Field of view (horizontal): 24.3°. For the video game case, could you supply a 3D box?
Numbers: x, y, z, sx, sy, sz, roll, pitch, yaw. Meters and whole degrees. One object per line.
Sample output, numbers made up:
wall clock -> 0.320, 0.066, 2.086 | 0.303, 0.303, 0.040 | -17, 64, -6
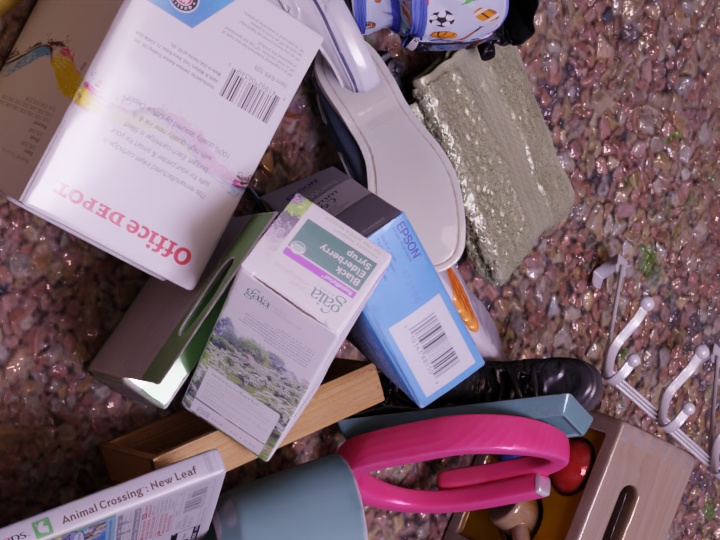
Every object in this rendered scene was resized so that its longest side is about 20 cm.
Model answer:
video game case -> -0.188, 0.188, 1.167 | 0.182, 0.200, 0.022 | -19, 73, -16

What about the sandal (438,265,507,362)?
sandal -> 0.065, 0.035, 1.388 | 0.059, 0.079, 0.207 | -25, 137, 10

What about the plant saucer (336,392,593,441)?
plant saucer -> 0.084, 0.128, 1.355 | 0.070, 0.199, 0.019 | 43, 44, -57

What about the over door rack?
over door rack -> 0.276, 0.073, 1.464 | 0.148, 0.200, 0.067 | 41, 114, -16

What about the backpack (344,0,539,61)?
backpack -> 0.054, -0.257, 1.256 | 0.154, 0.190, 0.201 | -12, 93, -9

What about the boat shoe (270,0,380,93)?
boat shoe -> -0.060, -0.211, 1.254 | 0.067, 0.074, 0.200 | -31, 89, -1

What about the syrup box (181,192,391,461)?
syrup box -> -0.055, 0.043, 1.159 | 0.079, 0.200, 0.082 | 33, 53, 3

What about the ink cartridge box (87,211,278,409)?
ink cartridge box -> -0.116, 0.028, 1.191 | 0.048, 0.200, 0.146 | 38, 76, -20

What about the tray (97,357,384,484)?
tray -> -0.090, 0.118, 1.286 | 0.200, 0.099, 0.037 | -21, 101, -31

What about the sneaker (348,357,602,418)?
sneaker -> 0.091, 0.100, 1.379 | 0.104, 0.199, 0.060 | 32, 53, -59

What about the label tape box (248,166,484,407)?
label tape box -> 0.000, 0.000, 1.263 | 0.066, 0.200, 0.144 | -34, 117, -7

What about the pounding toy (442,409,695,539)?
pounding toy -> 0.165, 0.215, 1.433 | 0.142, 0.184, 0.201 | 27, 83, -35

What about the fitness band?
fitness band -> 0.073, 0.159, 1.361 | 0.143, 0.200, 0.038 | 29, 54, -47

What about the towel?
towel -> 0.111, -0.101, 1.405 | 0.148, 0.036, 0.200 | -45, 122, -39

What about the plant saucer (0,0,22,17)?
plant saucer -> -0.316, -0.222, 1.098 | 0.200, 0.048, 0.200 | -44, 120, -21

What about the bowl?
bowl -> -0.068, 0.243, 1.290 | 0.105, 0.201, 0.202 | 1, 99, -16

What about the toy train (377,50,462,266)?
toy train -> 0.041, -0.085, 1.383 | 0.046, 0.034, 0.200 | -34, 116, -23

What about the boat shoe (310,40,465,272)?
boat shoe -> 0.018, -0.086, 1.302 | 0.075, 0.062, 0.200 | -30, 82, -12

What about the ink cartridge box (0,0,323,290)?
ink cartridge box -> -0.157, -0.116, 1.161 | 0.147, 0.146, 0.200 | 30, 86, -35
